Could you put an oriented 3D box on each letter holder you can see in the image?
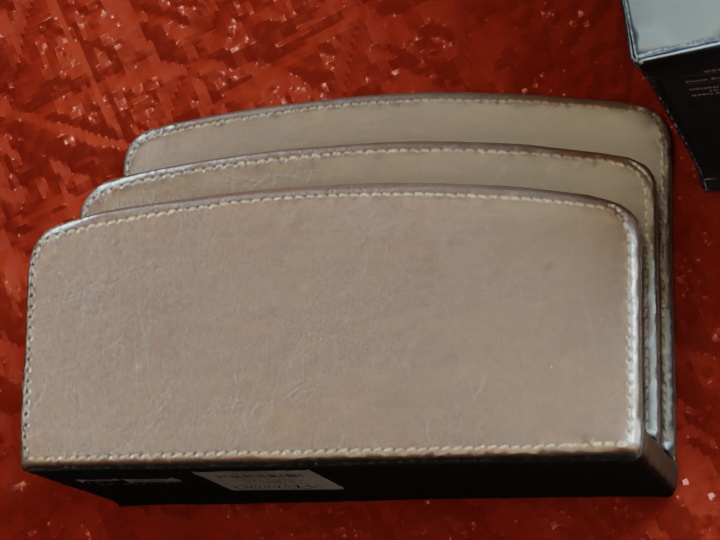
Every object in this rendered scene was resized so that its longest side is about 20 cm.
[{"bbox_3d":[0.000,0.000,0.814,0.198,0.101,0.143,-2,78,14],"label":"letter holder"}]

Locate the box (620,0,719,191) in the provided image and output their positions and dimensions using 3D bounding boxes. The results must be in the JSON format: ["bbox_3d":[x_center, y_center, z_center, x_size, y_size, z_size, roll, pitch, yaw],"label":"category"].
[{"bbox_3d":[0.127,-0.147,0.764,0.103,0.182,0.202,-12,78,11],"label":"box"}]
